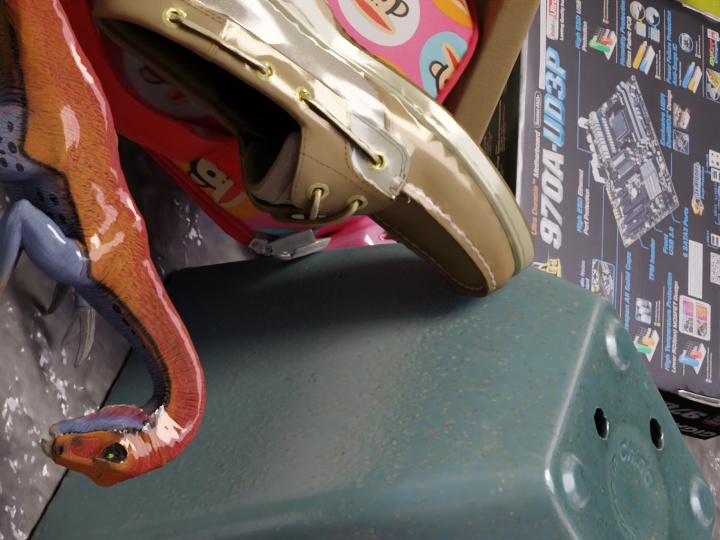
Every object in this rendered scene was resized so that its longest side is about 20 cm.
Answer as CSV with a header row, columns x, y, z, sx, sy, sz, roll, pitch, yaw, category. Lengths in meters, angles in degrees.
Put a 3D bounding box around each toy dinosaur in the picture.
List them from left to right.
x,y,z,sx,sy,sz,roll,pitch,yaw,category
-0.110,-0.022,0.935,0.181,0.200,0.105,45,45,9,toy dinosaur

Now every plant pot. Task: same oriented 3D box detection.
x,y,z,sx,sy,sz,roll,pitch,yaw,category
0.024,0.106,1.051,0.197,0.199,0.196,59,33,-26,plant pot

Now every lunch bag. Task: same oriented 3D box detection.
x,y,z,sx,sy,sz,roll,pitch,yaw,category
-0.057,-0.108,1.074,0.200,0.082,0.176,45,44,-13,lunch bag

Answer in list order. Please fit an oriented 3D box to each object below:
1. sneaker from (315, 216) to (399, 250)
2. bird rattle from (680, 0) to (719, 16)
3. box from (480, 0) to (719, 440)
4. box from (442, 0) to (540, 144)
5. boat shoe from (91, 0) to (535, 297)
x,y,z,sx,sy,sz,roll,pitch,yaw,category
0.000,0.000,1.203,0.095,0.079,0.201,-20,96,-73,sneaker
0.165,-0.071,1.489,0.163,0.112,0.201,-19,86,-46,bird rattle
0.119,-0.036,1.236,0.158,0.046,0.201,16,66,-34,box
0.054,-0.142,1.183,0.021,0.201,0.164,15,27,-16,box
-0.020,-0.052,0.993,0.200,0.074,0.067,43,69,-14,boat shoe
